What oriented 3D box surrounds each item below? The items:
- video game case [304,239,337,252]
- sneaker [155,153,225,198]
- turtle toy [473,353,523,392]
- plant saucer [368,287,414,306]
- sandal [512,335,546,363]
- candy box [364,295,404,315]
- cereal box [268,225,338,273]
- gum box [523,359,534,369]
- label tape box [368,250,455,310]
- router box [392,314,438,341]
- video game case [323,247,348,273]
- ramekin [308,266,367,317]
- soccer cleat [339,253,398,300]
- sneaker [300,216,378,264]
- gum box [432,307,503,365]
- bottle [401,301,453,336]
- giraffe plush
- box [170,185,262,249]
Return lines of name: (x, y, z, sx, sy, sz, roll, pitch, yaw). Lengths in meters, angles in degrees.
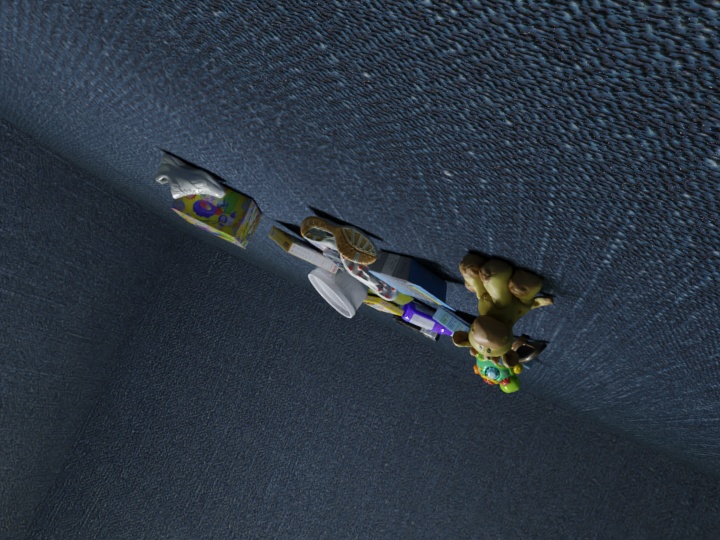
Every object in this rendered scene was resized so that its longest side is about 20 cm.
video game case: (-0.060, -0.050, 1.757, 0.199, 0.023, 0.182, 29, 172, -16)
sneaker: (-0.460, -0.229, 1.595, 0.198, 0.100, 0.078, 25, 173, 7)
turtle toy: (0.458, 0.334, 1.961, 0.199, 0.102, 0.145, 30, 170, -26)
plant saucer: (0.057, 0.067, 2.042, 0.199, 0.048, 0.199, 29, 172, -21)
sandal: (0.454, 0.211, 1.686, 0.055, 0.082, 0.200, 49, 175, -10)
candy box: (0.068, 0.119, 2.072, 0.101, 0.027, 0.200, 26, 173, -19)
cereal box: (-0.172, -0.063, 1.823, 0.199, 0.040, 0.144, 25, -173, -41)
gum box: (0.461, 0.258, 1.993, 0.199, 0.045, 0.169, 33, 170, -36)
label tape box: (0.136, 0.022, 1.442, 0.144, 0.064, 0.199, 32, 171, -37)
router box: (0.240, 0.231, 2.496, 0.198, 0.052, 0.149, 24, 174, 15)
video game case: (0.000, 0.000, 1.739, 0.180, 0.024, 0.200, 22, 172, 20)
ramekin: (-0.066, 0.048, 1.942, 0.200, 0.105, 0.200, 42, 165, 14)
soccer cleat: (0.021, 0.006, 1.580, 0.200, 0.069, 0.078, 44, -177, 2)
sneaker: (-0.041, -0.078, 1.406, 0.198, 0.076, 0.088, 27, -171, 12)
gum box: (0.340, 0.203, 1.831, 0.169, 0.045, 0.200, 33, -178, -40)
bottle: (0.239, 0.169, 2.028, 0.198, 0.066, 0.084, 23, -168, -10)
giraffe plush: (0.252, 0.085, 1.117, 0.172, 0.164, 0.200, 18, 168, 42)
box: (-0.410, -0.172, 1.721, 0.198, 0.123, 0.193, 25, 172, 3)
